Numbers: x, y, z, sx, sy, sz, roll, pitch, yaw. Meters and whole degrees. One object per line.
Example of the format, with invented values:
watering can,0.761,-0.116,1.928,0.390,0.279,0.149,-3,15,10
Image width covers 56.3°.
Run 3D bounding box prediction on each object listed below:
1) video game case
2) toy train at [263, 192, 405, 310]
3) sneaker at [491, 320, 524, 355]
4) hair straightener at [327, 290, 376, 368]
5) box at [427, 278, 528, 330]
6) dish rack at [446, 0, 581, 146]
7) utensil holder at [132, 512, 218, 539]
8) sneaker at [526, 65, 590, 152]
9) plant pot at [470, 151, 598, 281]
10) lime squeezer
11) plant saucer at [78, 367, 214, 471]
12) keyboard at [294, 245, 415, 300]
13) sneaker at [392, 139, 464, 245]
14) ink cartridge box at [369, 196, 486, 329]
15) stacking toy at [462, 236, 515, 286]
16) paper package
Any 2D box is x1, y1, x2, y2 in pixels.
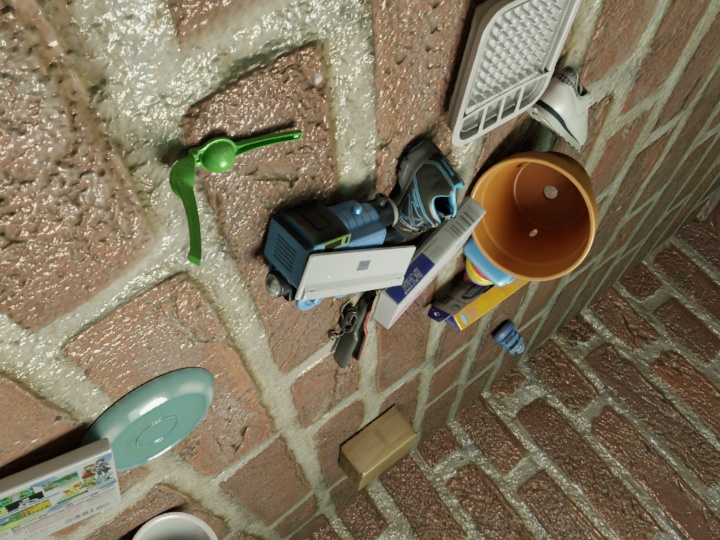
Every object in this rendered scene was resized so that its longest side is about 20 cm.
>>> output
video game case,-0.399,0.288,0.824,0.198,0.022,0.183,-19,150,-27
toy train,-0.028,-0.030,0.811,0.199,0.087,0.115,-22,145,-39
sneaker,0.457,0.208,2.050,0.074,0.083,0.200,-44,156,10
hair straightener,-0.014,0.100,1.122,0.076,0.041,0.201,-26,153,-35
box,0.231,0.052,1.350,0.199,0.042,0.119,-36,-165,-8
dish rack,0.172,-0.252,0.783,0.170,0.044,0.201,-31,156,-23
utensil holder,-0.365,0.575,1.252,0.169,0.170,0.201,-19,150,-43
sneaker,0.316,-0.238,1.015,0.081,0.076,0.199,-57,156,12
plant pot,0.289,-0.103,1.077,0.140,0.199,0.201,-39,164,-50
lime squeezer,-0.120,-0.087,0.582,0.201,0.070,0.038,-61,160,-45
plant saucer,-0.279,0.209,0.907,0.199,0.027,0.201,-35,156,-18
keyboard,0.000,0.000,0.796,0.199,0.011,0.057,-7,120,-52
sneaker,0.082,-0.079,0.900,0.073,0.082,0.201,-35,159,-22
ink cartridge box,0.098,-0.001,1.034,0.197,0.043,0.200,-47,170,-15
stacking toy,0.238,-0.011,1.288,0.116,0.110,0.200,-44,174,-19
paper package,0.044,0.493,1.862,0.199,0.104,0.191,-33,158,-21
